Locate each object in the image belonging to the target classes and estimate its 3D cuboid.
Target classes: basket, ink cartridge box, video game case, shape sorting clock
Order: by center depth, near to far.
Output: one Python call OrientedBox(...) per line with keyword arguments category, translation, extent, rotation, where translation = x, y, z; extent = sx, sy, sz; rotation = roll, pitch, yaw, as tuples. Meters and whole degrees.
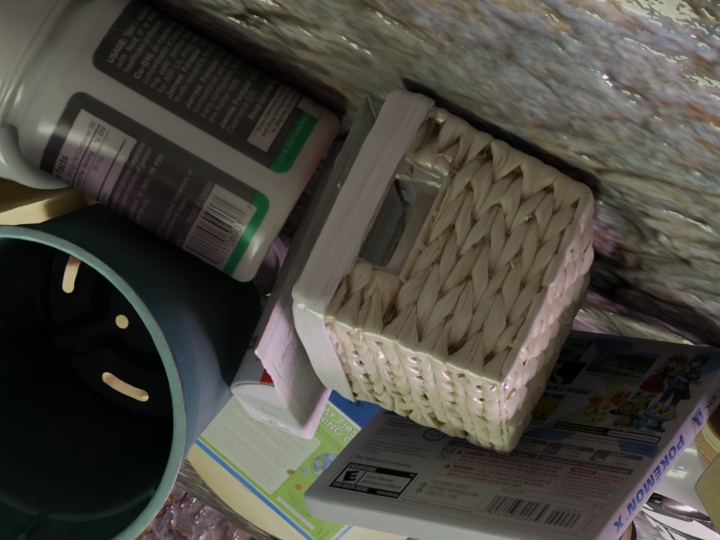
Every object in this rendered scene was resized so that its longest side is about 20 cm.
OrientedBox(category="basket", translation=(0.051, 0.009, 1.295), extent=(0.123, 0.136, 0.200), rotation=(23, 167, 10))
OrientedBox(category="ink cartridge box", translation=(-0.032, -0.003, 1.368), extent=(0.050, 0.161, 0.200), rotation=(19, 166, 14))
OrientedBox(category="video game case", translation=(0.094, 0.096, 1.386), extent=(0.200, 0.182, 0.022), rotation=(6, 129, 39))
OrientedBox(category="shape sorting clock", translation=(-0.038, 0.100, 1.534), extent=(0.200, 0.039, 0.200), rotation=(19, 133, 21))

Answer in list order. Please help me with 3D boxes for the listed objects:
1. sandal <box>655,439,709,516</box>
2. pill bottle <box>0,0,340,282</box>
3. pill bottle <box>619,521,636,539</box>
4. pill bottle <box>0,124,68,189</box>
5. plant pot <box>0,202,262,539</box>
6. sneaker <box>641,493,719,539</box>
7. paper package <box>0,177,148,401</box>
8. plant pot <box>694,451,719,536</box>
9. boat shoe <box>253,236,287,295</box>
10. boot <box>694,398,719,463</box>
OrientedBox(category="sandal", translation=(0.215, 0.107, 1.485), extent=(0.207, 0.059, 0.079), rotation=(19, 136, 0))
OrientedBox(category="pill bottle", translation=(-0.122, -0.088, 1.347), extent=(0.200, 0.113, 0.113), rotation=(30, 169, -2))
OrientedBox(category="pill bottle", translation=(0.098, 0.124, 1.563), extent=(0.112, 0.112, 0.200), rotation=(17, 144, 48))
OrientedBox(category="pill bottle", translation=(-0.243, -0.123, 1.495), extent=(0.200, 0.112, 0.112), rotation=(19, 164, 44))
OrientedBox(category="plant pot", translation=(-0.158, 0.047, 1.392), extent=(0.200, 0.200, 0.196), rotation=(28, -158, 10))
OrientedBox(category="sneaker", translation=(0.229, 0.153, 1.636), extent=(0.200, 0.066, 0.090), rotation=(35, 170, -13))
OrientedBox(category="paper package", translation=(-0.190, -0.001, 1.578), extent=(0.191, 0.104, 0.200), rotation=(-14, 128, 16))
OrientedBox(category="plant pot", translation=(0.284, 0.148, 1.270), extent=(0.200, 0.187, 0.187), rotation=(42, 171, 11))
OrientedBox(category="boat shoe", translation=(-0.116, -0.044, 1.644), extent=(0.200, 0.072, 0.066), rotation=(45, 165, -30))
OrientedBox(category="boot", translation=(0.260, 0.161, 1.432), extent=(0.200, 0.073, 0.155), rotation=(27, 137, -11))
